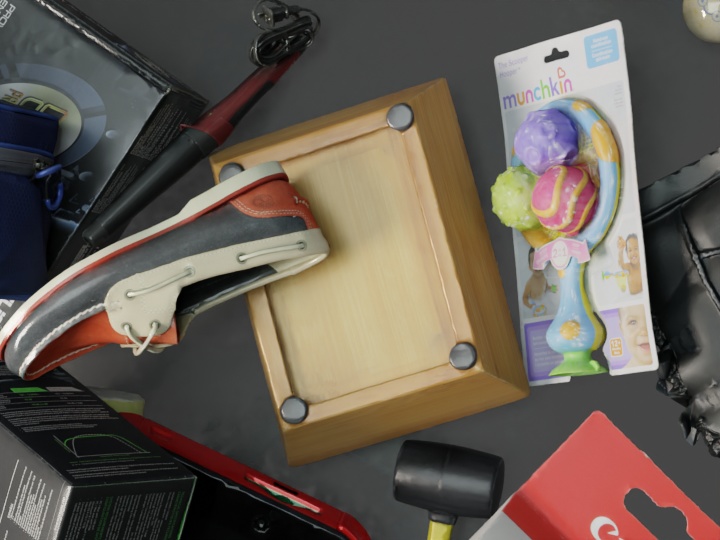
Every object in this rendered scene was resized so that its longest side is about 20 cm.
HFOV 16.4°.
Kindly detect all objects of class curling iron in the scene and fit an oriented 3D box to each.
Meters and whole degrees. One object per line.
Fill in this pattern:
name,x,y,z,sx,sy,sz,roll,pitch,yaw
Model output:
curling iron,-0.099,-0.090,1.519,0.200,0.050,0.026,-47,43,-10

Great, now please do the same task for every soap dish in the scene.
soap dish,0.000,0.000,1.495,0.156,0.081,0.201,-17,82,12

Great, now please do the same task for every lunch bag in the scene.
lunch bag,-0.265,-0.052,1.444,0.198,0.136,0.133,2,89,13

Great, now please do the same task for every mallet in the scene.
mallet,0.030,0.199,1.500,0.065,0.041,0.201,18,94,13

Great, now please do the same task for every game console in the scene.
game console,-0.106,0.197,1.511,0.199,0.031,0.178,25,103,1

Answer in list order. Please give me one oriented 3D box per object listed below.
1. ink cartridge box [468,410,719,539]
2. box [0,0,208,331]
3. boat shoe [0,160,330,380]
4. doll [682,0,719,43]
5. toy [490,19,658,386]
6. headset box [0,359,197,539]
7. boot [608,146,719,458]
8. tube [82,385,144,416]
ink cartridge box,0.124,0.209,1.453,0.161,0.050,0.200,44,99,-1
box,-0.221,-0.071,1.550,0.163,0.086,0.201,36,95,12
boat shoe,-0.114,0.012,1.431,0.199,0.071,0.063,-30,78,-9
doll,0.261,-0.214,1.463,0.136,0.048,0.200,42,103,3
toy,0.112,-0.036,1.459,0.115,0.047,0.202,-11,85,52
headset box,-0.208,0.150,1.439,0.200,0.092,0.175,32,112,41
boot,0.243,0.003,1.442,0.197,0.073,0.163,-29,78,17
tube,-0.173,0.173,1.546,0.058,0.052,0.202,10,93,48
